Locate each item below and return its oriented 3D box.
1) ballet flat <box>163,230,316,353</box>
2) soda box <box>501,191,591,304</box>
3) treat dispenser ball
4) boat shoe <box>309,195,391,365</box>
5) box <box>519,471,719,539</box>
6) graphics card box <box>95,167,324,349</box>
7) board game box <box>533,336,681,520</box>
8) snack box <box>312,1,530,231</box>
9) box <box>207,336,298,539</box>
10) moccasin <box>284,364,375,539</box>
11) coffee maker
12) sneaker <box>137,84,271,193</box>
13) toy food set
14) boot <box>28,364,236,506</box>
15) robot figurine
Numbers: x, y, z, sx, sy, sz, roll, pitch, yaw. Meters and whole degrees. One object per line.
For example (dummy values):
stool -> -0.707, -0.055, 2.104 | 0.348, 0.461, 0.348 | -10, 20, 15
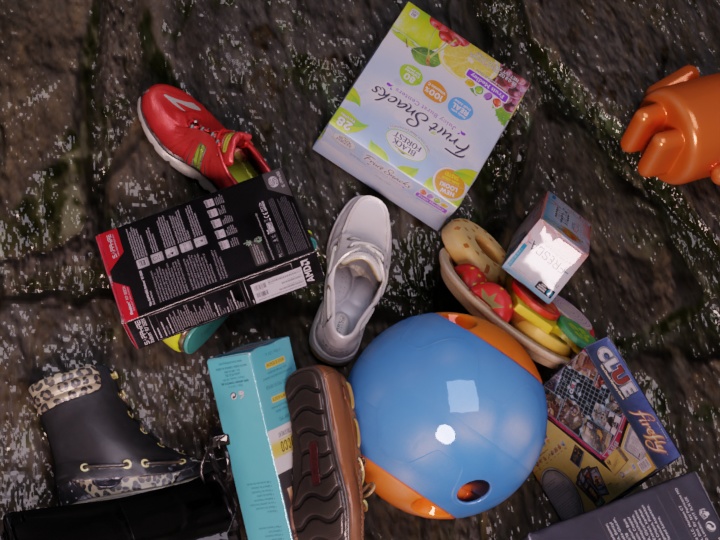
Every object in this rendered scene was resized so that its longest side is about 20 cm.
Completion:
ballet flat -> -0.133, 0.006, 1.781 | 0.067, 0.067, 0.200 | 35, 58, 25
soda box -> 0.197, -0.027, 1.846 | 0.064, 0.200, 0.068 | 38, 103, 1
treat dispenser ball -> 0.082, 0.140, 1.709 | 0.200, 0.201, 0.201 | 8, 63, -17
boat shoe -> 0.000, 0.000, 1.825 | 0.071, 0.069, 0.200 | 17, 60, -10
box -> 0.227, 0.301, 1.688 | 0.200, 0.197, 0.118 | -17, 71, -26
graphics card box -> -0.148, -0.013, 1.727 | 0.200, 0.051, 0.126 | -22, 49, -3
board game box -> 0.226, 0.166, 1.752 | 0.035, 0.200, 0.136 | -23, 75, -29
snack box -> 0.069, -0.170, 1.936 | 0.168, 0.068, 0.200 | 33, 60, -4
box -> -0.083, 0.169, 1.653 | 0.082, 0.049, 0.200 | -20, 98, -63
moccasin -> -0.025, 0.189, 1.632 | 0.078, 0.074, 0.202 | 16, 56, -51
coffee maker -> -0.212, 0.246, 1.554 | 0.200, 0.135, 0.193 | -8, 92, -18
sneaker -> -0.145, -0.128, 1.825 | 0.200, 0.085, 0.077 | 44, 57, 3
toy food set -> 0.165, 0.032, 1.829 | 0.198, 0.049, 0.200 | 34, 15, -14
boot -> -0.205, 0.157, 1.671 | 0.203, 0.074, 0.154 | -12, 67, -26
robot figurine -> 0.398, -0.167, 2.029 | 0.200, 0.144, 0.117 | -15, 110, -26
